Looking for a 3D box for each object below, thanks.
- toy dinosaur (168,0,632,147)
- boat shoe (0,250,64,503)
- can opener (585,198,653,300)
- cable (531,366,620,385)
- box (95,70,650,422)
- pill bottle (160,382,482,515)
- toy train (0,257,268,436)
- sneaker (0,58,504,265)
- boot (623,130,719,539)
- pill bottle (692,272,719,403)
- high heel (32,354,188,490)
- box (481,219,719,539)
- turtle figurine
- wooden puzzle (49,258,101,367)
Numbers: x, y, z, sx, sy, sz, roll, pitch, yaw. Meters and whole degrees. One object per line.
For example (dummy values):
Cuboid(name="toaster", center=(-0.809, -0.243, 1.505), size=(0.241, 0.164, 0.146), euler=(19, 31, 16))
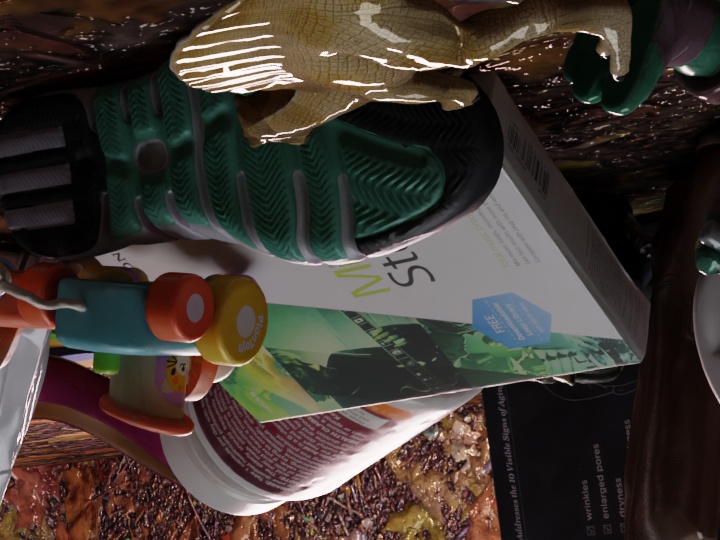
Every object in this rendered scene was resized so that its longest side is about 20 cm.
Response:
Cuboid(name="toy dinosaur", center=(0.005, -0.062, 0.340), size=(0.101, 0.058, 0.200), euler=(-14, 164, -5))
Cuboid(name="boat shoe", center=(-0.206, 0.056, 0.827), size=(0.067, 0.074, 0.200), euler=(18, 130, -8))
Cuboid(name="can opener", center=(0.110, -0.009, 0.806), size=(0.079, 0.063, 0.200), euler=(-40, 159, 13))
Cuboid(name="cable", center=(0.071, 0.024, 0.871), size=(0.097, 0.051, 0.200), euler=(3, -169, -40))
Cuboid(name="box", center=(0.000, 0.000, 0.640), size=(0.199, 0.036, 0.144), euler=(-11, 135, 33))
Cuboid(name="pill bottle", center=(-0.024, 0.055, 0.830), size=(0.114, 0.115, 0.200), euler=(-1, 155, -36))
Cuboid(name="toy train", center=(-0.109, 0.025, 0.572), size=(0.150, 0.056, 0.200), euler=(4, 180, -9))
Cuboid(name="sneaker", center=(-0.028, -0.043, 0.505), size=(0.199, 0.075, 0.087), euler=(1, -172, 37))
Cuboid(name="boot", center=(0.167, 0.045, 0.730), size=(0.064, 0.201, 0.186), euler=(12, 169, 3))
Cuboid(name="pill bottle", center=(0.239, -0.002, 0.640), size=(0.200, 0.114, 0.113), euler=(-26, -175, -38))
Cuboid(name="high heel", center=(-0.169, 0.098, 0.914), size=(0.199, 0.097, 0.067), euler=(-5, 168, -3))
Cuboid(name="box", center=(0.188, 0.075, 0.982), size=(0.196, 0.201, 0.124), euler=(-13, 171, 38))
Cuboid(name="turtle figurine", center=(0.164, -0.047, 0.488), size=(0.149, 0.101, 0.200), euler=(-23, 150, 39))
Cuboid(name="wooden puzzle", center=(-0.142, 0.024, 0.908), size=(0.185, 0.046, 0.200), euler=(-9, 172, 16))
